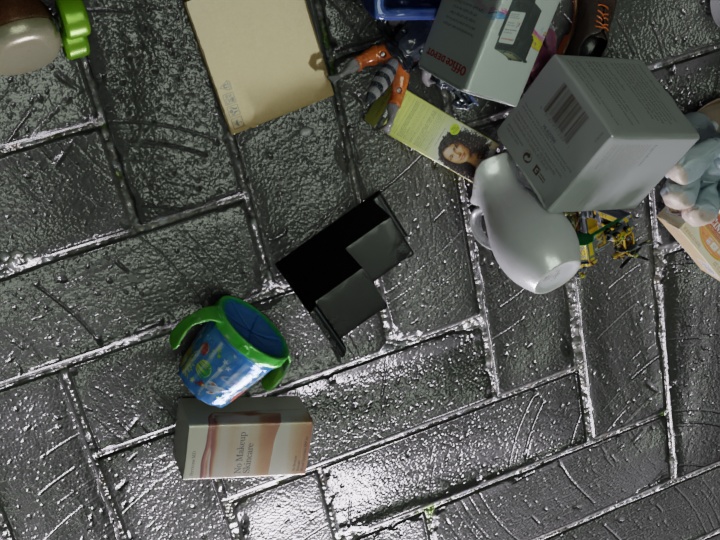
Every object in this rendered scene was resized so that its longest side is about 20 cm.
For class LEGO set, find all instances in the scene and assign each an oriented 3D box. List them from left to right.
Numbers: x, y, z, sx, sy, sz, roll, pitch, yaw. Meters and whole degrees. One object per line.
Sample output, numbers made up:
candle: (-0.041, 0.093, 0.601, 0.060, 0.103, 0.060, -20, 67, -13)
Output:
LEGO set: (0.348, -0.038, 1.751, 0.154, 0.200, 0.116, -33, 123, -28)

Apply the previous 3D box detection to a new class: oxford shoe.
oxford shoe: (0.360, -0.380, 1.664, 0.071, 0.073, 0.200, 7, 109, -22)

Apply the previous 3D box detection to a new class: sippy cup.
sippy cup: (-0.198, 0.129, 1.645, 0.178, 0.140, 0.130, 42, 104, -5)

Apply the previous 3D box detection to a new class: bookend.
bookend: (0.000, 0.000, 1.618, 0.200, 0.199, 0.092, -36, 117, -4)

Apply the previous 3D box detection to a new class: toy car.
toy car: (-0.445, -0.354, 1.364, 0.164, 0.158, 0.200, -19, 88, -16)

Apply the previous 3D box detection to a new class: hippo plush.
hippo plush: (0.519, -0.185, 1.725, 0.159, 0.161, 0.200, -3, 119, -18)

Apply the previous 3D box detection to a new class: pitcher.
pitcher: (0.238, -0.053, 1.667, 0.121, 0.200, 0.172, -19, 151, -22)

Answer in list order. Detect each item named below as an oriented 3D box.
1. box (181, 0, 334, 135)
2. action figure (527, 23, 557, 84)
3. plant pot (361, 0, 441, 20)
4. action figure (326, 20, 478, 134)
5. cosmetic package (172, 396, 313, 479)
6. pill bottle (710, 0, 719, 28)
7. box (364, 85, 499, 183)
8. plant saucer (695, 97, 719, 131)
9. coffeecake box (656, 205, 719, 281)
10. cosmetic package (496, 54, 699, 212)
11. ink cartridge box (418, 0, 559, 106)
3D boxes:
box: (-0.138, -0.309, 1.536, 0.163, 0.021, 0.200, -23, 118, -10)
action figure: (0.240, -0.333, 1.600, 0.134, 0.149, 0.200, -47, 113, -1)
plant pot: (0.081, -0.449, 1.469, 0.200, 0.180, 0.200, -7, 114, -19)
action figure: (0.081, -0.285, 1.542, 0.200, 0.105, 0.194, 41, 87, -3)
cosmetic package: (-0.184, 0.261, 1.723, 0.200, 0.087, 0.104, 0, 113, -21)
pill bottle: (0.660, -0.434, 1.734, 0.200, 0.109, 0.109, -13, 116, -15)
box: (0.109, -0.208, 1.656, 0.200, 0.050, 0.075, 25, 101, -27)
plant saucer: (0.602, -0.199, 1.856, 0.200, 0.032, 0.201, -7, 113, -18)
coffeecake box: (0.622, -0.106, 1.844, 0.200, 0.073, 0.153, -46, 119, 3)
cosmetic package: (0.349, -0.201, 1.626, 0.200, 0.168, 0.166, -4, 144, -36)
ink cartridge box: (0.166, -0.322, 1.369, 0.083, 0.146, 0.200, 12, 108, -28)
